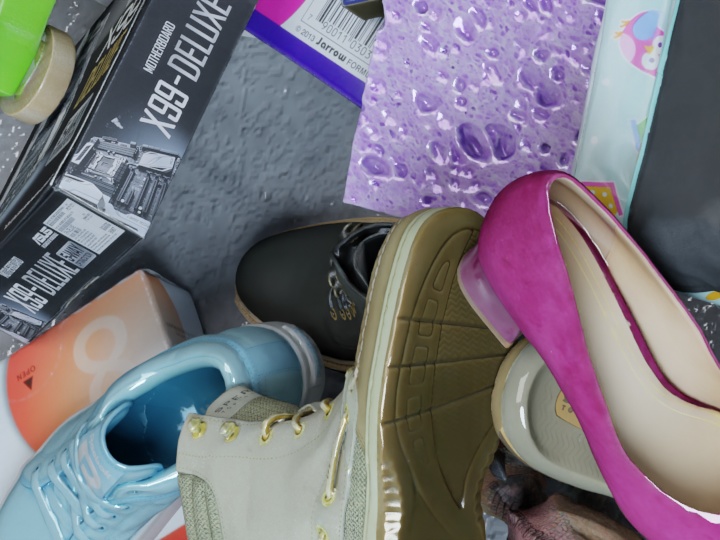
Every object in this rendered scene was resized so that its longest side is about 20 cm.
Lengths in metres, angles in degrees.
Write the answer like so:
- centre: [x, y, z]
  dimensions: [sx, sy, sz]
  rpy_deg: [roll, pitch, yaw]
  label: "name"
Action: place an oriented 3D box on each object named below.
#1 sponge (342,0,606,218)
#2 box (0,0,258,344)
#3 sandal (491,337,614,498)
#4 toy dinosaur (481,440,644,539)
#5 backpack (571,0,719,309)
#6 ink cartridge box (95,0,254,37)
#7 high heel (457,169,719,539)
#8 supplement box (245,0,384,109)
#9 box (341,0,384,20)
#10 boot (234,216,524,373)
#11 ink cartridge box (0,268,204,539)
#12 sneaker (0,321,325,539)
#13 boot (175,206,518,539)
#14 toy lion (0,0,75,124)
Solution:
- centre: [0.064, -0.114, 1.220]
  dimensions: [0.111, 0.030, 0.201]
  rpy_deg: [15, 104, 19]
  label: "sponge"
- centre: [-0.118, -0.065, 1.358]
  dimensions: [0.158, 0.050, 0.200]
  rpy_deg: [-66, 13, -23]
  label: "box"
- centre: [0.150, 0.070, 1.164]
  dimensions: [0.054, 0.199, 0.081]
  rpy_deg: [176, 108, -69]
  label: "sandal"
- centre: [0.082, 0.120, 1.206]
  dimensions: [0.086, 0.200, 0.136]
  rpy_deg: [-38, 96, -12]
  label: "toy dinosaur"
- centre: [0.182, -0.067, 1.171]
  dimensions: [0.153, 0.200, 0.177]
  rpy_deg: [10, 93, 38]
  label: "backpack"
- centre: [-0.060, -0.224, 1.441]
  dimensions: [0.145, 0.084, 0.201]
  rpy_deg: [11, 81, 35]
  label: "ink cartridge box"
- centre: [0.118, 0.048, 1.088]
  dimensions: [0.200, 0.096, 0.067]
  rpy_deg: [41, 67, 1]
  label: "high heel"
- centre: [0.052, -0.163, 1.341]
  dimensions: [0.101, 0.103, 0.201]
  rpy_deg: [36, 96, 34]
  label: "supplement box"
- centre: [0.044, -0.220, 1.278]
  dimensions: [0.121, 0.032, 0.201]
  rpy_deg: [-9, 77, 24]
  label: "box"
- centre: [0.000, 0.000, 1.300]
  dimensions: [0.199, 0.138, 0.078]
  rpy_deg: [8, 79, 34]
  label: "boot"
- centre: [-0.129, 0.124, 1.396]
  dimensions: [0.162, 0.050, 0.201]
  rpy_deg: [-32, 57, 20]
  label: "ink cartridge box"
- centre: [-0.112, 0.084, 1.330]
  dimensions: [0.200, 0.082, 0.074]
  rpy_deg: [-39, 71, 24]
  label: "sneaker"
- centre: [-0.011, 0.062, 1.202]
  dimensions: [0.154, 0.072, 0.201]
  rpy_deg: [18, 107, 51]
  label: "boot"
- centre: [-0.161, -0.196, 1.412]
  dimensions: [0.201, 0.068, 0.192]
  rpy_deg: [-59, 32, 11]
  label: "toy lion"
